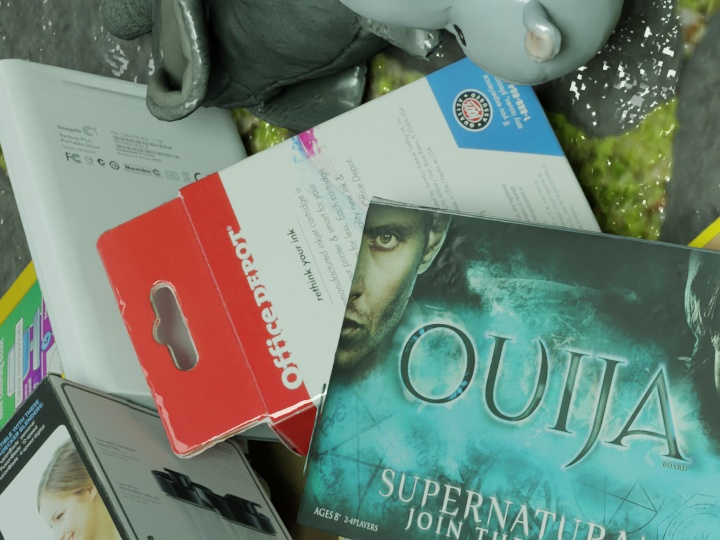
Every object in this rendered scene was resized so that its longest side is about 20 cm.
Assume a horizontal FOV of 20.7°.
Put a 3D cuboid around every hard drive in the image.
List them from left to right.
[{"bbox_3d":[-0.094,-0.010,0.924,0.027,0.132,0.200,-51,46,35],"label":"hard drive"}]

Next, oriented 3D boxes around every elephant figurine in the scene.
[{"bbox_3d":[-0.051,-0.120,0.947,0.141,0.155,0.200,32,130,-8],"label":"elephant figurine"}]

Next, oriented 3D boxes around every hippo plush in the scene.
[{"bbox_3d":[0.071,-0.158,0.806,0.200,0.159,0.161,18,96,0],"label":"hippo plush"}]

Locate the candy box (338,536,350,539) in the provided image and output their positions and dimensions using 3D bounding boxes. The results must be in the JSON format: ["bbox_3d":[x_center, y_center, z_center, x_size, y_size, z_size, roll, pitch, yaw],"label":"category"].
[{"bbox_3d":[0.043,0.170,0.837,0.055,0.115,0.200,-135,53,-78],"label":"candy box"}]

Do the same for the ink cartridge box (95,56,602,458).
[{"bbox_3d":[0.000,0.000,0.854,0.200,0.067,0.116,-24,69,3],"label":"ink cartridge box"}]

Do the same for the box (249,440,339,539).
[{"bbox_3d":[0.001,0.056,0.945,0.163,0.021,0.200,-38,64,34],"label":"box"}]

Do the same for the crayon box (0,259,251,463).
[{"bbox_3d":[-0.131,0.061,0.989,0.173,0.058,0.200,-48,35,33],"label":"crayon box"}]

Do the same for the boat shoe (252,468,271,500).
[{"bbox_3d":[-0.097,0.169,1.000,0.068,0.072,0.200,42,124,-8],"label":"boat shoe"}]

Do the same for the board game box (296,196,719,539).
[{"bbox_3d":[0.071,0.051,0.727,0.200,0.028,0.136,10,86,39],"label":"board game box"}]

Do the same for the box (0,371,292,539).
[{"bbox_3d":[-0.067,0.139,0.781,0.060,0.117,0.200,-48,48,16],"label":"box"}]

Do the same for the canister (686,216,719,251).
[{"bbox_3d":[0.213,0.045,0.700,0.148,0.087,0.200,-41,58,9],"label":"canister"}]
